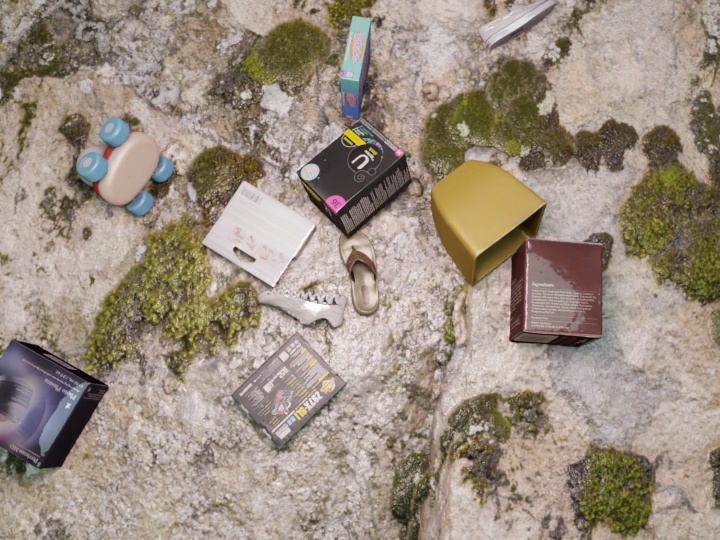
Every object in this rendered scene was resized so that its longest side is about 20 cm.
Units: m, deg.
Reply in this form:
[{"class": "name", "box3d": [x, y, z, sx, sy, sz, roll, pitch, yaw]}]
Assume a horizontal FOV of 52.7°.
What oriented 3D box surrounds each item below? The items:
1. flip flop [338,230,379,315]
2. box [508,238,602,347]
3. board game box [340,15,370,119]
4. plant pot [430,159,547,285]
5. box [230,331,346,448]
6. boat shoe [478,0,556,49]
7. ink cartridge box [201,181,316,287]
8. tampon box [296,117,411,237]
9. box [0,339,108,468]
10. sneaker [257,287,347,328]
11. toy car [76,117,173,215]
[{"class": "flip flop", "box3d": [0.000, 0.000, 1.627, 0.081, 0.058, 0.201, -8, 77, -2]}, {"class": "box", "box3d": [0.416, 0.052, 1.559, 0.164, 0.166, 0.201, 4, 78, 2]}, {"class": "board game box", "box3d": [-0.010, -0.457, 1.658, 0.045, 0.200, 0.153, 10, 78, 3]}, {"class": "plant pot", "box3d": [0.259, -0.124, 1.593, 0.195, 0.194, 0.200, -36, 71, -7]}, {"class": "box", "box3d": [-0.155, 0.258, 1.575, 0.160, 0.049, 0.200, 44, 81, 7]}, {"class": "boat shoe", "box3d": [0.379, -0.613, 1.756, 0.200, 0.074, 0.065, -31, 83, -8]}, {"class": "ink cartridge box", "box3d": [-0.229, -0.080, 1.652, 0.200, 0.045, 0.176, 31, 79, 7]}, {"class": "tampon box", "box3d": [-0.011, -0.207, 1.621, 0.200, 0.126, 0.150, -41, 63, -8]}, {"class": "box", "box3d": [-0.683, 0.283, 1.534, 0.200, 0.123, 0.199, 27, 80, 6]}, {"class": "sneaker", "box3d": [-0.131, 0.082, 1.606, 0.199, 0.075, 0.081, 7, 86, 2]}, {"class": "toy car", "box3d": [-0.572, -0.248, 1.653, 0.200, 0.184, 0.177, 20, 76, 34]}]
